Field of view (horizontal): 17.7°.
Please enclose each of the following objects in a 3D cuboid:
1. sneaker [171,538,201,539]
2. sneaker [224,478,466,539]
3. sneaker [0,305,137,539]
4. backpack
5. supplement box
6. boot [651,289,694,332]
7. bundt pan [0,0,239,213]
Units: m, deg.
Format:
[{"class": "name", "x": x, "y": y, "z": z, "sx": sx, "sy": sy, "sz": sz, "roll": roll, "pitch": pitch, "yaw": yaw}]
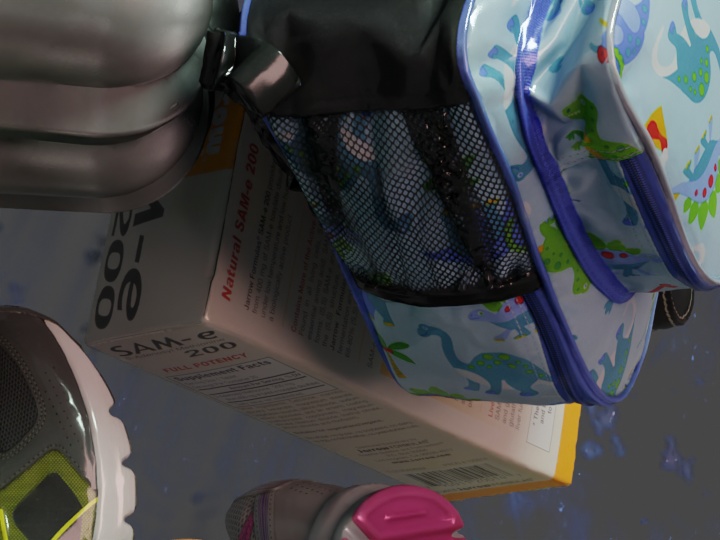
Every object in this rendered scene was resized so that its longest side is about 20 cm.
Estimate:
[{"class": "sneaker", "x": -0.098, "y": 0.155, "z": 0.689, "sx": 0.200, "sy": 0.092, "sz": 0.076, "roll": -37, "pitch": 111, "yaw": -17}, {"class": "sneaker", "x": -0.017, "y": 0.164, "z": 0.851, "sx": 0.081, "sy": 0.088, "sz": 0.202, "roll": -2, "pitch": 105, "yaw": -41}, {"class": "sneaker", "x": -0.126, "y": 0.110, "z": 0.760, "sx": 0.084, "sy": 0.074, "sz": 0.202, "roll": 7, "pitch": 77, "yaw": -41}, {"class": "backpack", "x": 0.059, "y": -0.055, "z": 0.784, "sx": 0.201, "sy": 0.146, "sz": 0.184, "roll": 69, "pitch": 31, "yaw": -44}, {"class": "supplement box", "x": 0.000, "y": 0.000, "z": 0.900, "sx": 0.199, "sy": 0.073, "sz": 0.127, "roll": 27, "pitch": 63, "yaw": -38}, {"class": "boot", "x": 0.177, "y": -0.047, "z": 0.982, "sx": 0.073, "sy": 0.149, "sz": 0.201, "roll": -66, "pitch": 156, "yaw": -47}, {"class": "bundt pan", "x": -0.075, "y": -0.110, "z": 0.766, "sx": 0.075, "sy": 0.202, "sz": 0.203, "roll": 12, "pitch": 68, "yaw": 1}]
